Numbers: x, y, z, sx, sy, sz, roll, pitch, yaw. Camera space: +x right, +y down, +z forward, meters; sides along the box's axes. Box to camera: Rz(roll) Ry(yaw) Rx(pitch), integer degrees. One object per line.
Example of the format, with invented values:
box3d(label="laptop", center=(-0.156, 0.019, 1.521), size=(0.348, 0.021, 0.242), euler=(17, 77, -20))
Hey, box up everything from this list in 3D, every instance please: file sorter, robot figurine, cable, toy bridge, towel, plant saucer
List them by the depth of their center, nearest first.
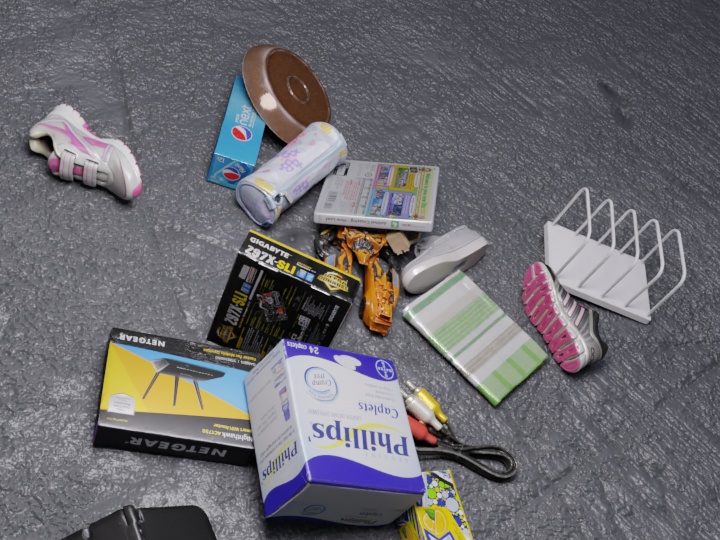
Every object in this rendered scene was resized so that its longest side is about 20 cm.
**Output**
box3d(label="cable", center=(0.125, 0.236, 1.386), size=(0.200, 0.050, 0.097), euler=(31, 47, 5))
box3d(label="robot figurine", center=(0.000, 0.000, 1.528), size=(0.145, 0.058, 0.200), euler=(14, 48, -15))
box3d(label="towel", center=(0.174, 0.102, 1.545), size=(0.200, 0.031, 0.149), euler=(46, 51, 14))
box3d(label="toy bridge", center=(0.074, -0.083, 1.630), size=(0.067, 0.027, 0.200), euler=(58, 21, -26))
box3d(label="file sorter", center=(0.426, -0.028, 1.685), size=(0.200, 0.125, 0.139), euler=(22, 46, -14))
box3d(label="plant saucer", center=(-0.114, -0.296, 1.686), size=(0.200, 0.034, 0.201), euler=(33, 42, -36))

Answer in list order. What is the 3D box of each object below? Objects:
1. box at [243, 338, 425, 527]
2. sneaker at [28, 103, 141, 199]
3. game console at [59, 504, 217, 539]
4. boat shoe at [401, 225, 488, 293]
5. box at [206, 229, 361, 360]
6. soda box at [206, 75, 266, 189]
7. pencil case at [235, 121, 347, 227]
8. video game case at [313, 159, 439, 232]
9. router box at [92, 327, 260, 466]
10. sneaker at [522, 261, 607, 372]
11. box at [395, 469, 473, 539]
box3d(label="box", center=(-0.034, 0.207, 1.270), size=(0.184, 0.105, 0.200), euler=(14, 46, -35))
box3d(label="sneaker", center=(-0.407, -0.159, 1.478), size=(0.200, 0.081, 0.088), euler=(33, 47, 17))
box3d(label="game console", center=(-0.236, 0.376, 1.129), size=(0.176, 0.116, 0.200), euler=(-27, 61, -5))
box3d(label="boat shoe", center=(0.123, -0.026, 1.598), size=(0.200, 0.072, 0.069), euler=(-28, 63, -38))
box3d(label="box", center=(-0.105, 0.053, 1.338), size=(0.159, 0.200, 0.049), euler=(25, 47, -2))
box3d(label="soda box", center=(-0.193, -0.223, 1.631), size=(0.068, 0.064, 0.200), euler=(17, 46, -10))
box3d(label="pencil case", center=(-0.106, -0.154, 1.579), size=(0.083, 0.091, 0.200), euler=(52, 52, -10))
box3d(label="video game case", center=(0.030, -0.121, 1.601), size=(0.182, 0.022, 0.200), euler=(5, 31, 5))
box3d(label="router box", center=(-0.231, 0.161, 1.290), size=(0.200, 0.051, 0.149), euler=(11, 48, -17))
box3d(label="sneaker", center=(0.328, 0.073, 1.606), size=(0.087, 0.074, 0.200), euler=(0, 51, -32))
box3d(label="box", center=(0.101, 0.355, 1.264), size=(0.070, 0.064, 0.200), euler=(0, 51, -24))
